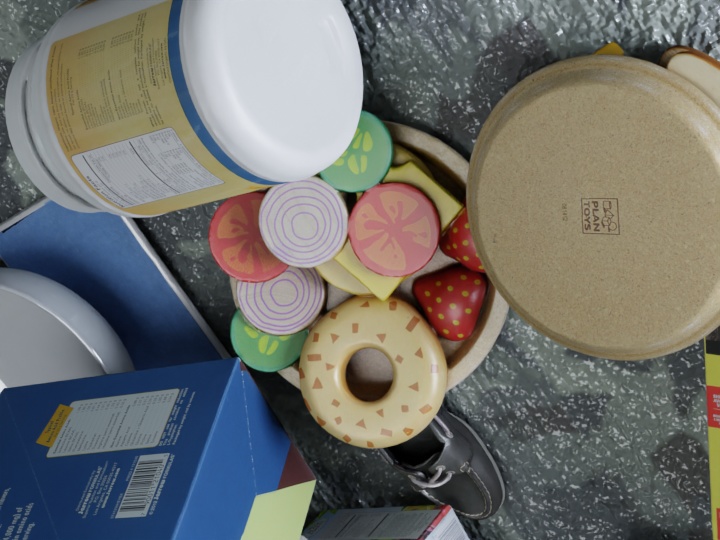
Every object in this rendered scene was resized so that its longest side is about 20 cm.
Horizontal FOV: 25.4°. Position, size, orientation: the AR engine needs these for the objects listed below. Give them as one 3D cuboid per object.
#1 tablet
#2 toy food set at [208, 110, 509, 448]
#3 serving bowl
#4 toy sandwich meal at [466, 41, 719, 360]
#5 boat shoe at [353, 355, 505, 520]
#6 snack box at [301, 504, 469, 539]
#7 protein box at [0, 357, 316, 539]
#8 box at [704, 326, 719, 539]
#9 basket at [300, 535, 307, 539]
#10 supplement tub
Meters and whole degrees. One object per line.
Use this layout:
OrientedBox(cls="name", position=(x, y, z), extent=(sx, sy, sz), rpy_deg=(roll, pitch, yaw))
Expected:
OrientedBox(cls="tablet", position=(-0.184, 0.028, 1.207), extent=(0.130, 0.014, 0.200), rpy_deg=(-25, 107, 34))
OrientedBox(cls="toy food set", position=(0.000, 0.000, 1.044), extent=(0.198, 0.049, 0.200), rpy_deg=(40, 106, 4))
OrientedBox(cls="serving bowl", position=(-0.245, 0.077, 1.217), extent=(0.199, 0.066, 0.201), rpy_deg=(15, 128, 20))
OrientedBox(cls="toy sandwich meal", position=(0.159, -0.045, 0.954), extent=(0.204, 0.070, 0.207), rpy_deg=(10, 111, 27))
OrientedBox(cls="boat shoe", position=(0.027, 0.109, 1.129), extent=(0.067, 0.057, 0.200), rpy_deg=(-28, 104, 35))
OrientedBox(cls="snack box", position=(0.050, 0.271, 1.202), extent=(0.142, 0.053, 0.201), rpy_deg=(-11, 114, 47))
OrientedBox(cls="protein box", position=(-0.164, 0.184, 1.071), extent=(0.199, 0.199, 0.135), rpy_deg=(-9, 131, 25))
OrientedBox(cls="box", position=(0.257, 0.083, 1.011), extent=(0.075, 0.050, 0.201), rpy_deg=(4, 121, 22))
OrientedBox(cls="basket", position=(-0.108, 0.299, 1.179), extent=(0.198, 0.200, 0.162), rpy_deg=(15, 133, 47))
OrientedBox(cls="supplement tub", position=(-0.113, -0.113, 0.999), extent=(0.199, 0.145, 0.145), rpy_deg=(-10, 114, 40))
